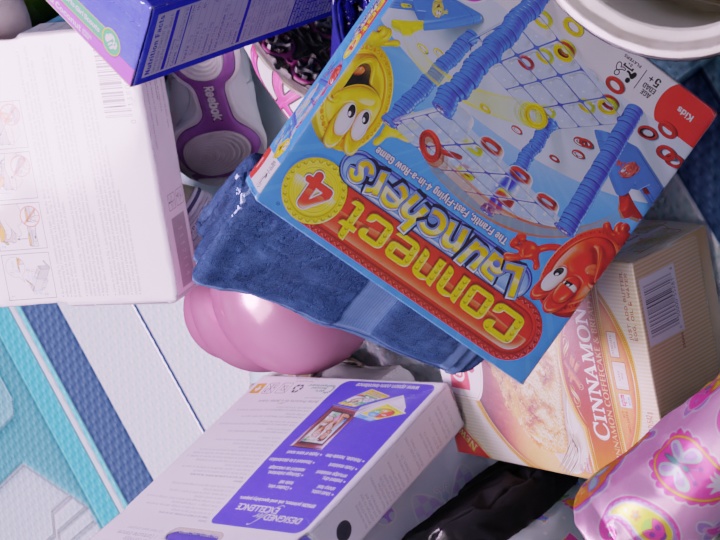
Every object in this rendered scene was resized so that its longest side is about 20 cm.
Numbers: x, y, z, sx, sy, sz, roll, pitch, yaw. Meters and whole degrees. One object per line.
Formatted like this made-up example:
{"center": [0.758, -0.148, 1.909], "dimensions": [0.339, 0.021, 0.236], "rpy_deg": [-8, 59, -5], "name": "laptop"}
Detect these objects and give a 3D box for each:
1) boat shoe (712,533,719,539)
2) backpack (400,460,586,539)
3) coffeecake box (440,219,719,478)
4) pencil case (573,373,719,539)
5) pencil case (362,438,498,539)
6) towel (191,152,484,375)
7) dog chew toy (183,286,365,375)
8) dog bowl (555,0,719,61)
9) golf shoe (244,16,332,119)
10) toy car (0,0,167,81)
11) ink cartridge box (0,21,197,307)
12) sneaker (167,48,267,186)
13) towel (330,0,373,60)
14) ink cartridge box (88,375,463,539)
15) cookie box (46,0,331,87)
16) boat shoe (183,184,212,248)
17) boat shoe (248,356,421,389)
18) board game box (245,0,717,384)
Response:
{"center": [0.248, 0.164, 1.381], "dimensions": [0.199, 0.062, 0.073], "rpy_deg": [-3, 106, 53], "name": "boat shoe"}
{"center": [0.129, 0.228, 1.494], "dimensions": [0.126, 0.167, 0.201], "rpy_deg": [-32, 89, 48], "name": "backpack"}
{"center": [0.137, 0.047, 1.447], "dimensions": [0.199, 0.073, 0.155], "rpy_deg": [7, 115, 50], "name": "coffeecake box"}
{"center": [0.215, 0.102, 1.310], "dimensions": [0.200, 0.087, 0.088], "rpy_deg": [-44, 71, 19], "name": "pencil case"}
{"center": [0.012, 0.175, 1.568], "dimensions": [0.083, 0.200, 0.091], "rpy_deg": [4, 121, 50], "name": "pencil case"}
{"center": [0.000, 0.000, 1.392], "dimensions": [0.199, 0.049, 0.112], "rpy_deg": [23, 145, -13], "name": "towel"}
{"center": [-0.068, 0.020, 1.657], "dimensions": [0.200, 0.124, 0.125], "rpy_deg": [-19, 94, 62], "name": "dog chew toy"}
{"center": [0.181, -0.217, 1.214], "dimensions": [0.199, 0.074, 0.202], "rpy_deg": [11, 108, 35], "name": "dog bowl"}
{"center": [-0.023, -0.107, 1.564], "dimensions": [0.200, 0.072, 0.092], "rpy_deg": [49, 141, 22], "name": "golf shoe"}
{"center": [-0.209, -0.149, 1.687], "dimensions": [0.150, 0.174, 0.201], "rpy_deg": [36, 134, 33], "name": "toy car"}
{"center": [-0.216, -0.075, 1.615], "dimensions": [0.175, 0.045, 0.202], "rpy_deg": [-2, 107, 21], "name": "ink cartridge box"}
{"center": [-0.104, -0.146, 1.660], "dimensions": [0.201, 0.074, 0.100], "rpy_deg": [90, -178, -50], "name": "sneaker"}
{"center": [0.012, -0.153, 1.424], "dimensions": [0.049, 0.200, 0.149], "rpy_deg": [6, 120, 2], "name": "towel"}
{"center": [-0.059, 0.145, 1.512], "dimensions": [0.197, 0.200, 0.044], "rpy_deg": [0, 124, 48], "name": "ink cartridge box"}
{"center": [-0.119, -0.225, 1.511], "dimensions": [0.171, 0.199, 0.076], "rpy_deg": [46, 139, 25], "name": "cookie box"}
{"center": [-0.159, -0.043, 1.727], "dimensions": [0.062, 0.072, 0.200], "rpy_deg": [39, 161, -11], "name": "boat shoe"}
{"center": [-0.027, 0.096, 1.677], "dimensions": [0.200, 0.075, 0.069], "rpy_deg": [-26, 94, 54], "name": "boat shoe"}
{"center": [0.069, -0.071, 1.310], "dimensions": [0.199, 0.196, 0.056], "rpy_deg": [34, -174, -14], "name": "board game box"}
